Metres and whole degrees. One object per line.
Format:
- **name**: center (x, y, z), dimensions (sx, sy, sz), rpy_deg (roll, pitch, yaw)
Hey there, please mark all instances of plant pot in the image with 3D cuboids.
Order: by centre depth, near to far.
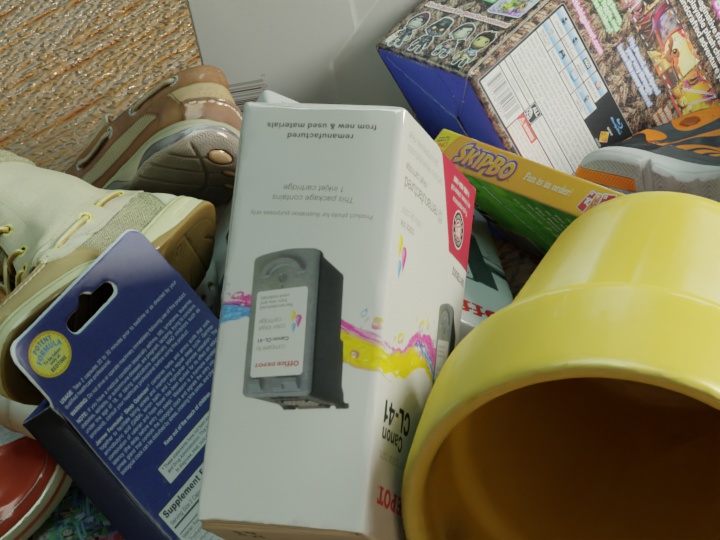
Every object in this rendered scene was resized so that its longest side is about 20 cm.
- **plant pot**: center (0.136, 0.066, 1.203), dimensions (0.201, 0.201, 0.189), rpy_deg (0, 36, 18)

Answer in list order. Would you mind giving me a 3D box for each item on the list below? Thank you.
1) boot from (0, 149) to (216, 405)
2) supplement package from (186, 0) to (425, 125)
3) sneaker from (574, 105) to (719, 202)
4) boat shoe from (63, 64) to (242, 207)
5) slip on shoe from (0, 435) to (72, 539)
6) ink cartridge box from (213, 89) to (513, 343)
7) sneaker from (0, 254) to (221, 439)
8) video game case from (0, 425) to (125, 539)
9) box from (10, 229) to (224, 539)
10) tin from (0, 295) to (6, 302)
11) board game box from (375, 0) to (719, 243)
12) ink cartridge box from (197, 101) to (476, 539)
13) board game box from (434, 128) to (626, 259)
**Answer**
- **boot**: center (-0.185, -0.003, 1.341), dimensions (0.155, 0.072, 0.200), rpy_deg (18, 30, 20)
- **supplement package**: center (-0.017, -0.133, 1.582), dimensions (0.156, 0.200, 0.111), rpy_deg (-9, 31, 4)
- **sneaker**: center (0.225, -0.049, 1.399), dimensions (0.200, 0.078, 0.112), rpy_deg (20, 37, 33)
- **boat shoe**: center (-0.129, -0.053, 1.472), dimensions (0.200, 0.076, 0.072), rpy_deg (-31, 50, 42)
- **slip on shoe**: center (-0.244, 0.134, 1.345), dimensions (0.200, 0.061, 0.074), rpy_deg (-24, 32, -8)
- **ink cartridge box**: center (0.000, 0.000, 1.415), dimensions (0.147, 0.083, 0.200), rpy_deg (22, 25, -20)
- **sneaker**: center (-0.110, 0.050, 1.400), dimensions (0.085, 0.073, 0.200), rpy_deg (25, 37, 25)
- **video game case**: center (-0.095, 0.095, 1.412), dimensions (0.200, 0.024, 0.182), rpy_deg (-18, 32, -13)
- **box**: center (-0.086, 0.087, 1.274), dimensions (0.032, 0.200, 0.121), rpy_deg (-30, 13, 43)
- **tin**: center (-0.249, 0.043, 1.514), dimensions (0.112, 0.042, 0.200), rpy_deg (10, 30, 25)
- **board game box**: center (0.137, -0.130, 1.513), dimensions (0.200, 0.159, 0.097), rpy_deg (-43, 35, -16)
- **ink cartridge box**: center (-0.008, 0.035, 1.210), dimensions (0.086, 0.148, 0.200), rpy_deg (1, 77, 16)
- **board game box**: center (0.123, -0.020, 1.368), dimensions (0.030, 0.096, 0.200), rpy_deg (-53, 37, -6)
